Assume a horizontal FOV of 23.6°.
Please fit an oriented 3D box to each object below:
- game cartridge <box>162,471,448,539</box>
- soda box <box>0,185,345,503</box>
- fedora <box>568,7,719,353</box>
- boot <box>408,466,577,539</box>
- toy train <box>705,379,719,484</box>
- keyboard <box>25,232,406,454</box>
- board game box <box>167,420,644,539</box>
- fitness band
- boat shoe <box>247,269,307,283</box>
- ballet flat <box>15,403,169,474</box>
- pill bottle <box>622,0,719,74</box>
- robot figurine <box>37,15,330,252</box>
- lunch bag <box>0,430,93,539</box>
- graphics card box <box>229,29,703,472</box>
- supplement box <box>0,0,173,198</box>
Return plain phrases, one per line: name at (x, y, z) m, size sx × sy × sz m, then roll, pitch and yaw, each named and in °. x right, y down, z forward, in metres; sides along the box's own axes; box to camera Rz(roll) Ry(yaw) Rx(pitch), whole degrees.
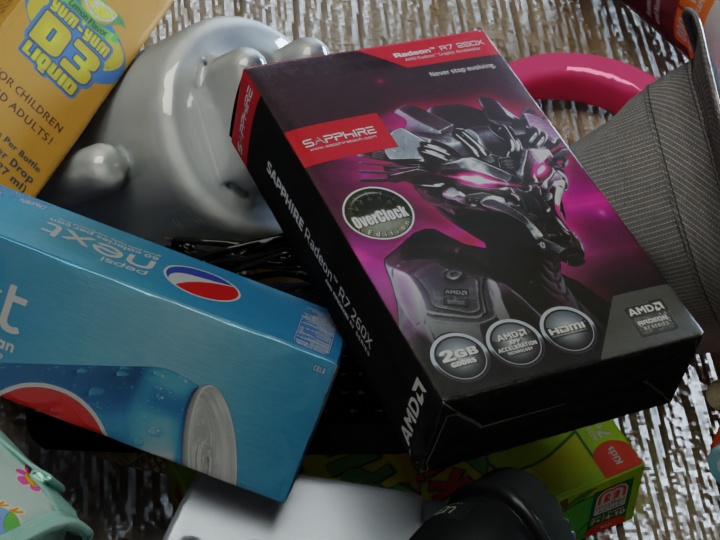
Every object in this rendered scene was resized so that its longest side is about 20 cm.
game cartridge at (-0.034, 0.182, 0.707) m, size 0.133 × 0.040 × 0.201 m, roll 12°, pitch 65°, yaw -8°
soda box at (-0.109, 0.023, 0.717) m, size 0.199 × 0.068 × 0.064 m, roll 21°, pitch 17°, yaw -1°
fedora at (0.143, -0.023, 0.816) m, size 0.090 × 0.200 × 0.177 m, roll -16°, pitch 72°, yaw 16°
boot at (0.041, 0.193, 0.655) m, size 0.168 × 0.076 × 0.201 m, roll -28°, pitch 90°, yaw -37°
toy train at (0.171, 0.139, 0.776) m, size 0.200 × 0.056 × 0.150 m, roll -29°, pitch 57°, yaw -35°
keyboard at (-0.072, 0.032, 0.774) m, size 0.199 × 0.040 × 0.104 m, roll -3°, pitch 88°, yaw 21°
board game box at (0.021, 0.102, 0.813) m, size 0.200 × 0.048 × 0.102 m, roll -19°, pitch 52°, yaw -18°
fitness band at (0.136, -0.047, 0.955) m, size 0.143 × 0.037 × 0.200 m, roll -18°, pitch 53°, yaw -17°
boat shoe at (0.000, 0.000, 0.830) m, size 0.200 × 0.076 × 0.072 m, roll 5°, pitch 81°, yaw 50°
ballet flat at (-0.151, 0.037, 0.854) m, size 0.200 × 0.065 × 0.071 m, roll 22°, pitch 48°, yaw 16°
pill bottle at (0.194, -0.210, 1.048) m, size 0.114 × 0.114 × 0.200 m, roll -25°, pitch 54°, yaw -22°
robot figurine at (-0.090, -0.059, 0.877) m, size 0.169 × 0.200 × 0.113 m, roll -11°, pitch 87°, yaw -41°
lunch bag at (-0.229, 0.115, 0.687) m, size 0.200 × 0.122 × 0.170 m, roll -38°, pitch 58°, yaw -23°
graphics card box at (0.039, -0.017, 0.730) m, size 0.125 × 0.051 × 0.200 m, roll -11°, pitch 52°, yaw -24°
supplement box at (-0.167, -0.086, 0.823) m, size 0.069 × 0.067 × 0.200 m, roll -17°, pitch 37°, yaw 47°
